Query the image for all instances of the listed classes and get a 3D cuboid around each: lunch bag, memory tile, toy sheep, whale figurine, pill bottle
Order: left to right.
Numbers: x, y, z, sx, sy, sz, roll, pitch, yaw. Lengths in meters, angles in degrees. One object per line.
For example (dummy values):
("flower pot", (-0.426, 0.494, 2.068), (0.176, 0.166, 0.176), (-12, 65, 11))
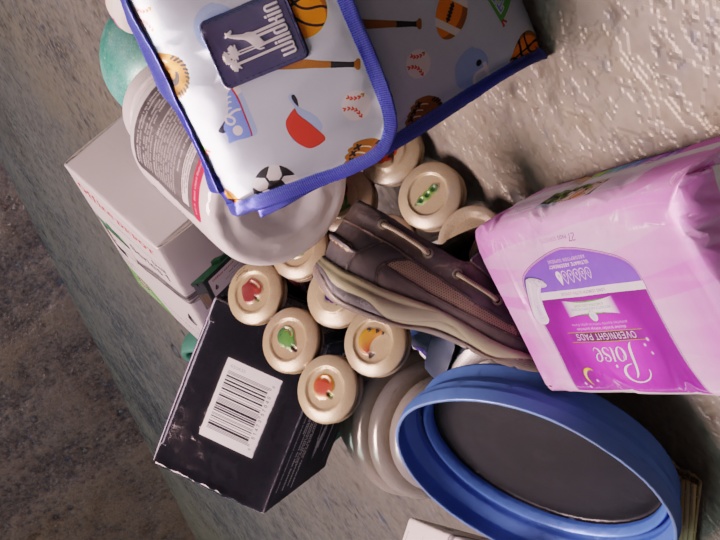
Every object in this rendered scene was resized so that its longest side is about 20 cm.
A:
("whale figurine", (-0.189, -0.191, 0.952), (0.159, 0.104, 0.200), (51, 174, -16))
("pill bottle", (-0.105, -0.092, 0.753), (0.200, 0.111, 0.111), (39, 152, 47))
("lunch bag", (-0.021, -0.144, 0.539), (0.124, 0.200, 0.170), (11, 128, 62))
("memory tile", (0.000, 0.000, 0.725), (0.153, 0.200, 0.017), (51, -166, 27))
("toy sheep", (0.053, 0.133, 0.858), (0.200, 0.138, 0.138), (2, 122, 58))

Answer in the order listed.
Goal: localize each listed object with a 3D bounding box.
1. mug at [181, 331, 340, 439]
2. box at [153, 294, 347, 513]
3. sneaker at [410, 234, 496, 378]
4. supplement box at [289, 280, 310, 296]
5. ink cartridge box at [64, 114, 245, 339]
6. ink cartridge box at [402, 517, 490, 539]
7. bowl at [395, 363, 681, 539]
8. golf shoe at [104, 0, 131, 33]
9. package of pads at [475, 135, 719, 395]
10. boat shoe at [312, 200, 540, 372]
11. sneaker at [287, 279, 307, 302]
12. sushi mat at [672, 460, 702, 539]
("mug", (-0.086, 0.120, 1.060), (0.114, 0.185, 0.152), (129, 131, -65))
("box", (-0.074, 0.105, 0.876), (0.104, 0.148, 0.200), (22, -177, 11))
("sneaker", (0.057, 0.054, 0.794), (0.200, 0.081, 0.147), (-24, 92, 62))
("supplement box", (-0.078, -0.059, 0.965), (0.200, 0.061, 0.109), (40, 154, 41))
("ink cartridge box", (-0.168, -0.029, 0.925), (0.146, 0.084, 0.200), (38, 161, 29))
("ink cartridge box", (0.125, 0.273, 0.832), (0.146, 0.083, 0.200), (19, 169, -13))
("bowl", (0.122, 0.137, 0.691), (0.201, 0.039, 0.201), (21, 145, 15))
("golf shoe", (-0.133, -0.223, 0.770), (0.200, 0.075, 0.092), (-30, 89, 50))
("package of pads", (0.153, 0.004, 0.530), (0.121, 0.076, 0.200), (63, 158, -5))
("boat shoe", (0.071, 0.010, 0.632), (0.073, 0.200, 0.074), (-69, 22, 8))
("sneaker", (-0.102, 0.012, 1.057), (0.200, 0.074, 0.089), (42, 125, 37))
("sushi mat", (0.207, 0.189, 0.748), (0.096, 0.012, 0.200), (37, 151, 41))
